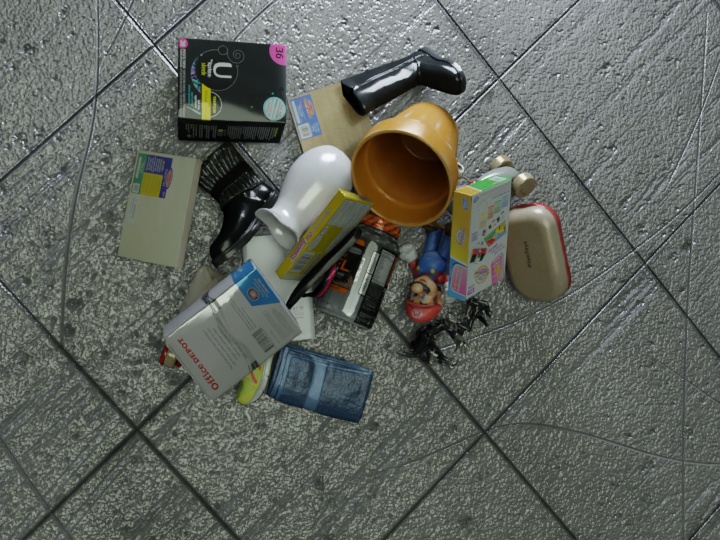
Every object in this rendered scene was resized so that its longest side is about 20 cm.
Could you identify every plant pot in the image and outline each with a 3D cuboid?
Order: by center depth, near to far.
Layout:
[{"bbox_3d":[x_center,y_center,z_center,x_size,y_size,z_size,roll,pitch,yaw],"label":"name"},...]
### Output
[{"bbox_3d":[0.103,-0.218,1.694,0.199,0.200,0.184,41,42,-9],"label":"plant pot"}]

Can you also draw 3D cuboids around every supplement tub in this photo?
[{"bbox_3d":[0.000,0.000,1.715,0.120,0.122,0.204,22,85,-11],"label":"supplement tub"}]

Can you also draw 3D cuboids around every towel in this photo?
[{"bbox_3d":[-0.076,0.219,1.736,0.196,0.048,0.114,18,87,-12],"label":"towel"}]

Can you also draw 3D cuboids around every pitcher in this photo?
[{"bbox_3d":[-0.093,-0.119,1.684,0.120,0.173,0.201,22,60,29],"label":"pitcher"}]

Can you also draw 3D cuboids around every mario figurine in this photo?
[{"bbox_3d":[0.132,0.000,1.746,0.104,0.123,0.204,18,80,-20],"label":"mario figurine"}]

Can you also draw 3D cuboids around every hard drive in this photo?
[{"bbox_3d":[-0.158,0.034,1.730,0.129,0.025,0.205,-4,91,-12],"label":"hard drive"}]

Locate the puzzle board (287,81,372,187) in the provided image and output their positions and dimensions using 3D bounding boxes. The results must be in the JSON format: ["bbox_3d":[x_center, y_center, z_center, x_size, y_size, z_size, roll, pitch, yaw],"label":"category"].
[{"bbox_3d":[-0.046,-0.259,1.761,0.148,0.017,0.204,-19,93,-10],"label":"puzzle board"}]

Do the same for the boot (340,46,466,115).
[{"bbox_3d":[0.080,-0.350,1.712,0.197,0.165,0.067,-24,128,-20],"label":"boot"}]

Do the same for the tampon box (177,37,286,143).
[{"bbox_3d":[-0.238,-0.327,1.653,0.195,0.126,0.154,0,81,-12],"label":"tampon box"}]

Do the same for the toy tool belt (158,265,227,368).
[{"bbox_3d":[-0.278,0.103,1.657,0.121,0.125,0.204,24,86,-2],"label":"toy tool belt"}]

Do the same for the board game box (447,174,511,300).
[{"bbox_3d":[0.224,-0.063,1.686,0.152,0.040,0.205,-23,121,-48],"label":"board game box"}]

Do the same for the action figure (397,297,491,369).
[{"bbox_3d":[0.172,0.134,1.756,0.198,0.119,0.103,-33,79,-17],"label":"action figure"}]

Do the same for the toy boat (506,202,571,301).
[{"bbox_3d":[0.366,-0.043,1.806,0.130,0.129,0.204,-28,108,-47],"label":"toy boat"}]

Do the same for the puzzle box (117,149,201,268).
[{"bbox_3d":[-0.369,-0.114,1.653,0.130,0.025,0.205,10,88,21],"label":"puzzle box"}]

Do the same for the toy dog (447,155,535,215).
[{"bbox_3d":[0.248,-0.150,1.786,0.195,0.133,0.098,-7,134,-7],"label":"toy dog"}]

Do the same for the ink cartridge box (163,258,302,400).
[{"bbox_3d":[-0.224,0.102,1.569,0.199,0.086,0.148,-37,108,-2],"label":"ink cartridge box"}]

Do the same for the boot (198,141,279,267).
[{"bbox_3d":[-0.255,-0.122,1.661,0.158,0.079,0.212,42,53,-11],"label":"boot"}]

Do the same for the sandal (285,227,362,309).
[{"bbox_3d":[-0.061,0.006,1.642,0.200,0.075,0.045,-45,103,4],"label":"sandal"}]

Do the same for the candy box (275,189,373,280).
[{"bbox_3d":[-0.066,-0.060,1.644,0.026,0.102,0.201,48,110,22],"label":"candy box"}]

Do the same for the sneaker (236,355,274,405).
[{"bbox_3d":[-0.207,0.155,1.675,0.088,0.078,0.204,13,106,-21],"label":"sneaker"}]
